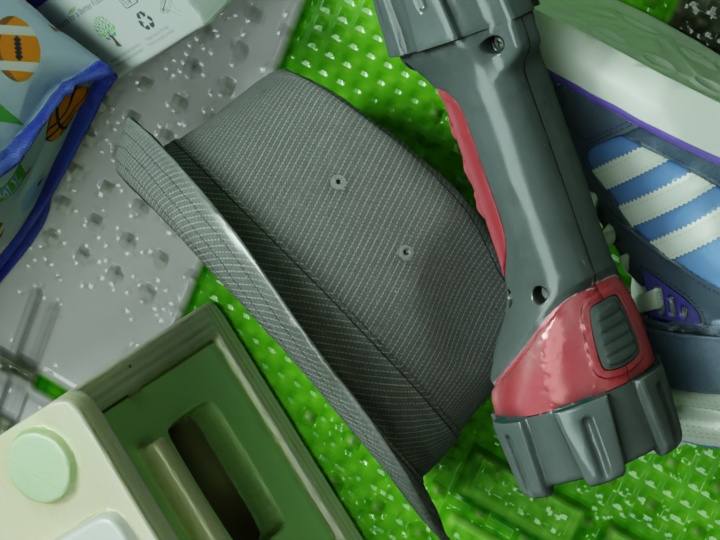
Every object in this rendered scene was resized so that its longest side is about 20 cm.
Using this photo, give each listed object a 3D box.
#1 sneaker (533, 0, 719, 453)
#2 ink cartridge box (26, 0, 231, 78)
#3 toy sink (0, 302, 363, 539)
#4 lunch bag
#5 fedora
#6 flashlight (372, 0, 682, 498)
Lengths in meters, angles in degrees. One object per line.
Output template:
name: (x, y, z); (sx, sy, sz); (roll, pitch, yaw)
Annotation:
sneaker: (0.103, -0.006, 1.092); (0.199, 0.081, 0.147); (28, 110, 8)
ink cartridge box: (-0.138, -0.162, 1.130); (0.200, 0.039, 0.099); (48, 146, -15)
toy sink: (-0.099, 0.113, 1.149); (0.112, 0.200, 0.131); (-32, 90, 28)
lunch bag: (-0.207, -0.060, 1.187); (0.170, 0.124, 0.200); (42, 145, 5)
fedora: (0.000, 0.000, 1.116); (0.090, 0.177, 0.200); (-42, 83, -2)
flashlight: (0.053, -0.024, 1.046); (0.067, 0.068, 0.201); (-20, 96, 7)
